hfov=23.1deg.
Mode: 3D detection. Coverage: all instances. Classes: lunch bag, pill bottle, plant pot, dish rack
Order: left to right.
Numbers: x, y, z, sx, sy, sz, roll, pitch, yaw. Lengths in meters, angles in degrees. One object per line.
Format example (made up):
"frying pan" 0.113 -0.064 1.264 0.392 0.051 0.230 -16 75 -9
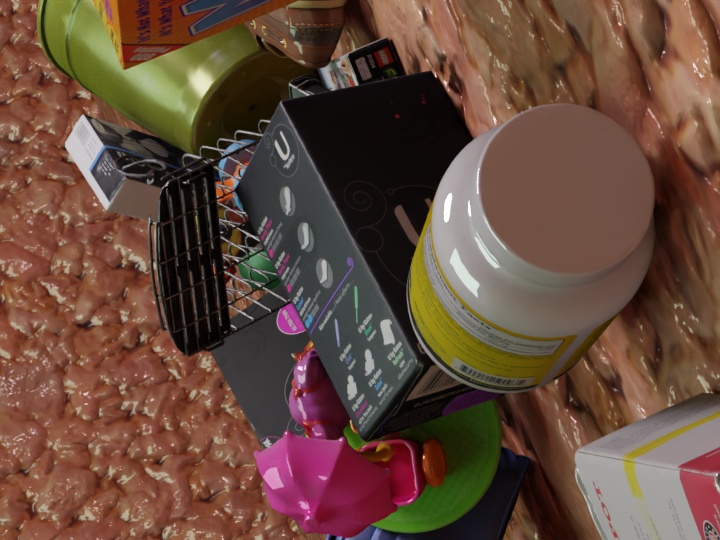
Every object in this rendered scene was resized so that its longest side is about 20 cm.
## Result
"plant pot" -0.142 -0.192 1.515 0.193 0.200 0.201 46 160 30
"dish rack" -0.076 -0.035 1.234 0.054 0.200 0.154 20 127 39
"lunch bag" 0.041 0.202 1.352 0.132 0.201 0.136 19 156 7
"pill bottle" 0.088 -0.011 0.907 0.200 0.112 0.113 106 139 -73

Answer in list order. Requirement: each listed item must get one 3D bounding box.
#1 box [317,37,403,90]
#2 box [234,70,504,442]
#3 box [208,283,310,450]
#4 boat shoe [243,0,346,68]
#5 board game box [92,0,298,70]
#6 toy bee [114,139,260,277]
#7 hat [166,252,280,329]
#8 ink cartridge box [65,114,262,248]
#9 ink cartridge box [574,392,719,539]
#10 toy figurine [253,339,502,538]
"box" 0.030 -0.066 1.282 0.110 0.035 0.201 -168 56 -77
"box" 0.024 -0.012 1.128 0.200 0.122 0.106 61 146 21
"box" -0.021 0.109 1.545 0.124 0.148 0.200 55 180 -42
"boat shoe" -0.062 -0.194 1.325 0.200 0.072 0.068 -142 50 -66
"board game box" -0.079 -0.263 0.950 0.200 0.199 0.200 114 132 -76
"toy bee" -0.094 -0.051 1.448 0.131 0.199 0.109 -82 -5 -64
"hat" -0.116 -0.013 1.729 0.166 0.176 0.201 -128 18 -53
"ink cartridge box" -0.150 -0.072 1.521 0.200 0.039 0.100 15 -154 -44
"ink cartridge box" 0.186 0.137 0.811 0.200 0.083 0.146 169 78 -79
"toy figurine" -0.004 0.099 1.184 0.184 0.150 0.201 -16 -84 -69
